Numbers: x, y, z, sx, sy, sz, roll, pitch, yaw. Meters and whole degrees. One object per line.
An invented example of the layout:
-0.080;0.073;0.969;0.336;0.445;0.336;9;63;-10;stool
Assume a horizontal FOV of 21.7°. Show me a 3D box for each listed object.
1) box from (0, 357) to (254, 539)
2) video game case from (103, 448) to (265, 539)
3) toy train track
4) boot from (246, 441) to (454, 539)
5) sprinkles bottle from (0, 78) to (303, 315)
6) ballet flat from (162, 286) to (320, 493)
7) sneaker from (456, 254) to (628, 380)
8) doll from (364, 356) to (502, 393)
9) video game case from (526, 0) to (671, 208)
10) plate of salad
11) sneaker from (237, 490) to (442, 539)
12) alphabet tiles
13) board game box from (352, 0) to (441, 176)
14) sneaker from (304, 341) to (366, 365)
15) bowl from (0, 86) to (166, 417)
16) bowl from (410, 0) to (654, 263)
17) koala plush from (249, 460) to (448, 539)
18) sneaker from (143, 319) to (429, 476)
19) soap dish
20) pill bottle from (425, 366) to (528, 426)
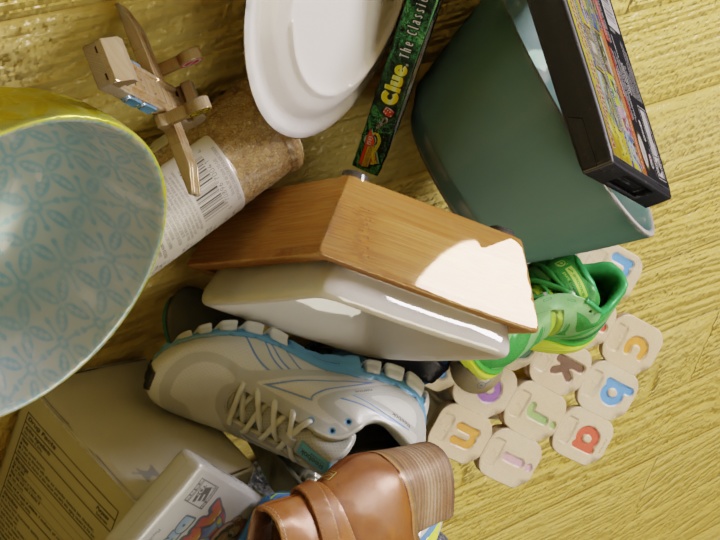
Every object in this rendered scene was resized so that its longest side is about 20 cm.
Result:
-0.174;0.180;1.263;0.108;0.128;0.201;-10;132;-47;box
-0.134;0.217;1.206;0.200;0.024;0.182;-50;151;-2;video game case
-0.107;-0.102;1.018;0.032;0.116;0.200;-22;176;6;toy train track
-0.003;0.214;1.164;0.154;0.073;0.202;-15;99;-45;boot
-0.128;-0.035;1.142;0.199;0.068;0.069;-37;147;-17;sprinkles bottle
-0.064;0.084;1.299;0.201;0.063;0.068;59;42;-35;ballet flat
0.117;0.020;1.306;0.199;0.074;0.084;-11;150;-53;sneaker
0.020;0.034;1.330;0.199;0.048;0.137;29;93;-28;doll
0.144;-0.148;1.216;0.025;0.202;0.181;-19;169;18;video game case
-0.022;-0.179;1.127;0.200;0.048;0.202;-46;145;-44;plate of salad
-0.016;0.175;1.228;0.200;0.075;0.106;-39;145;-33;sneaker
0.129;0.060;1.411;0.194;0.015;0.201;26;95;-25;alphabet tiles
0.040;-0.169;1.195;0.105;0.023;0.201;-64;174;-59;board game box
-0.001;0.033;1.389;0.200;0.078;0.090;-41;127;-13;sneaker
-0.214;-0.025;1.012;0.199;0.108;0.201;-30;143;-26;bowl
0.107;-0.086;1.286;0.104;0.202;0.201;-30;152;16;bowl
0.017;0.224;1.474;0.183;0.200;0.178;-39;147;-14;koala plush
-0.042;0.093;1.222;0.198;0.087;0.075;11;123;-15;sneaker
0.000;0.000;1.182;0.156;0.199;0.082;19;80;-26;soap dish
0.108;0.041;1.469;0.200;0.112;0.112;-47;148;-1;pill bottle
